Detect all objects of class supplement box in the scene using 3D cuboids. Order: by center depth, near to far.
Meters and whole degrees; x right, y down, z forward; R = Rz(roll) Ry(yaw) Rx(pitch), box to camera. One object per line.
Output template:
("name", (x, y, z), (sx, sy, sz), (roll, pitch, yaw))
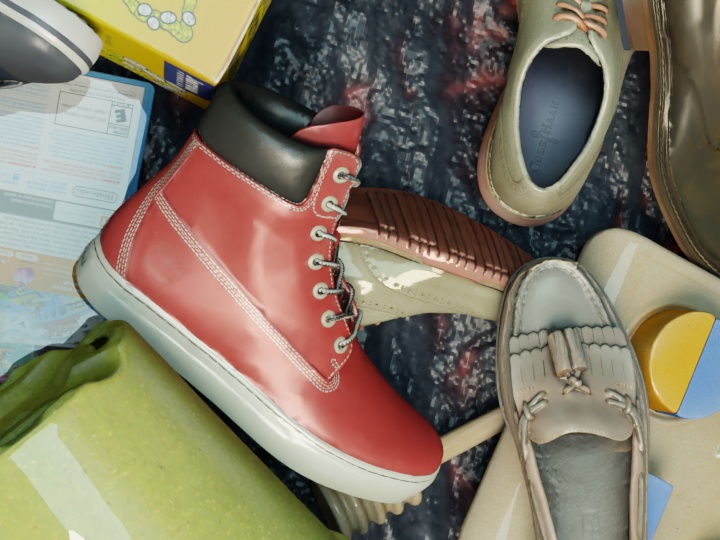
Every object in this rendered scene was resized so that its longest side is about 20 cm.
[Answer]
("supplement box", (-0.131, -0.171, 0.954), (0.199, 0.109, 0.110), (27, 85, -3))

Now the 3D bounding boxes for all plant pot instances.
("plant pot", (-0.102, 0.131, 0.904), (0.200, 0.200, 0.185), (-37, 104, -8))

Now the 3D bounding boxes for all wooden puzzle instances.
("wooden puzzle", (0.171, 0.101, 1.017), (0.199, 0.046, 0.187), (26, 83, -13))

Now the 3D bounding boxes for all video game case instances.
("video game case", (-0.188, -0.006, 0.997), (0.142, 0.018, 0.202), (10, 88, -10))

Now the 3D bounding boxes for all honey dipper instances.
("honey dipper", (0.069, 0.076, 1.032), (0.199, 0.038, 0.038), (-27, 94, -13))

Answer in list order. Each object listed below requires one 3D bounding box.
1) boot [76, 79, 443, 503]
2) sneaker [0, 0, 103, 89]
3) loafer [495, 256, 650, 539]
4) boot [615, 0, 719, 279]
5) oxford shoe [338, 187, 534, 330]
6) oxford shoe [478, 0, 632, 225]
("boot", (-0.012, 0.008, 0.940), (0.199, 0.073, 0.144), (38, 110, -14))
("sneaker", (-0.210, -0.105, 0.934), (0.199, 0.078, 0.080), (19, 77, 27))
("loafer", (0.106, 0.090, 0.949), (0.071, 0.063, 0.202), (-7, 84, -1))
("boot", (0.190, -0.080, 0.990), (0.075, 0.096, 0.201), (-54, 133, -44))
("oxford shoe", (0.000, 0.000, 1.012), (0.198, 0.071, 0.074), (16, 110, -8))
("oxford shoe", (0.111, -0.123, 1.009), (0.070, 0.074, 0.202), (11, 85, -5))
